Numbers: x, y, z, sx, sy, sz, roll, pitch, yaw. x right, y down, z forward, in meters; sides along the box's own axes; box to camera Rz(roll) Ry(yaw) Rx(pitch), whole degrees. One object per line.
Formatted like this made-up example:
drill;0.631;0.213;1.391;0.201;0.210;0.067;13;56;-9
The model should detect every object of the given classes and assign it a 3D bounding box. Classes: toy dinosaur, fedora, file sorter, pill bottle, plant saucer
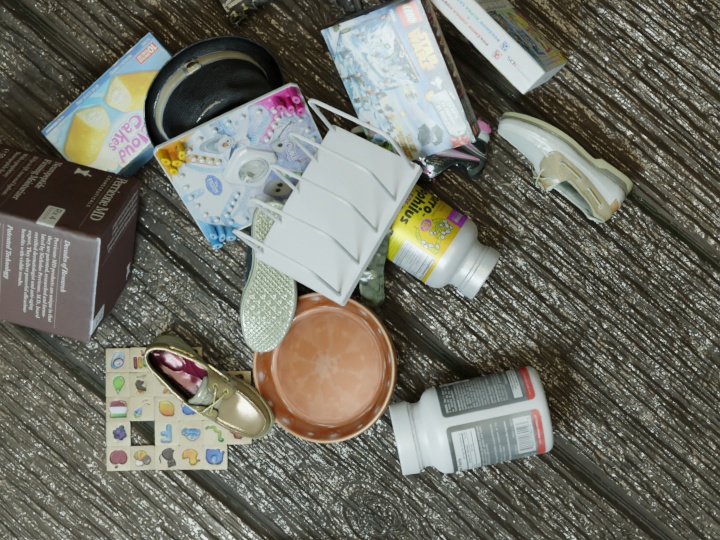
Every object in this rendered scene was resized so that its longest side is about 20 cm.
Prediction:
toy dinosaur;0.000;0.000;1.629;0.088;0.200;0.047;27;47;19
fedora;-0.177;-0.205;1.607;0.200;0.092;0.201;-15;125;-22
file sorter;-0.045;-0.087;1.514;0.139;0.125;0.200;28;85;24
pill bottle;0.144;0.200;1.615;0.200;0.116;0.116;-12;87;1
plant saucer;-0.046;0.129;1.643;0.200;0.032;0.201;0;89;17
pill bottle;0.083;-0.047;1.632;0.200;0.104;0.104;33;89;2

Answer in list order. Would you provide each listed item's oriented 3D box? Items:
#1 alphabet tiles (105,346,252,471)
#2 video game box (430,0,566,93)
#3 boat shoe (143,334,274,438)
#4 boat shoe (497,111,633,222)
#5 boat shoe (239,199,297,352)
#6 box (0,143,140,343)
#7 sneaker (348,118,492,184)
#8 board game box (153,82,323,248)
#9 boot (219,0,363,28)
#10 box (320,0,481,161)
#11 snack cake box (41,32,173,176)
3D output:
alphabet tiles;-0.247;0.188;1.679;0.200;0.008;0.167;-1;87;1
video game box;0.178;-0.314;1.596;0.182;0.200;0.047;44;112;4
boat shoe;-0.207;0.161;1.637;0.200;0.066;0.074;33;100;5
boat shoe;0.264;-0.139;1.647;0.200;0.075;0.068;32;83;2
boat shoe;-0.120;0.007;1.625;0.074;0.062;0.200;3;92;-6
box;-0.408;-0.038;1.585;0.200;0.166;0.164;14;122;2
sneaker;0.077;-0.158;1.650;0.200;0.080;0.087;0;89;2
board game box;-0.140;-0.130;1.604;0.200;0.200;0.026;-25;51;0
boot;-0.110;-0.388;1.676;0.174;0.069;0.200;-37;80;2
box;0.053;-0.238;1.554;0.137;0.040;0.200;-15;112;24
snack cake box;-0.314;-0.208;1.667;0.200;0.067;0.115;-43;87;-1
